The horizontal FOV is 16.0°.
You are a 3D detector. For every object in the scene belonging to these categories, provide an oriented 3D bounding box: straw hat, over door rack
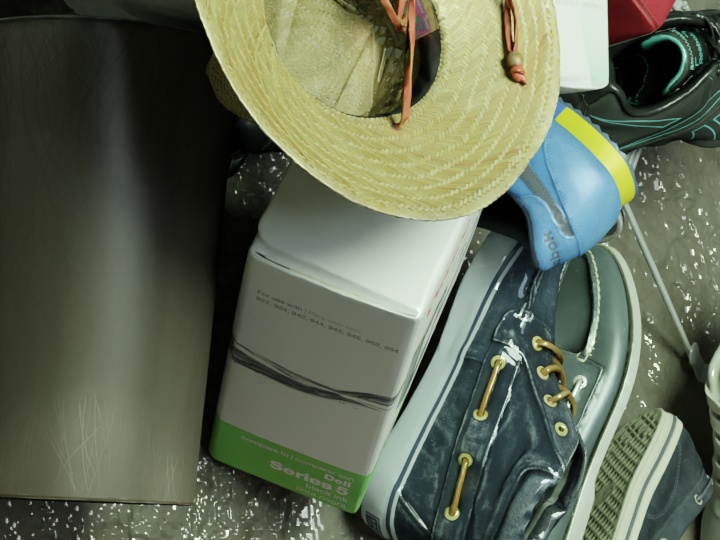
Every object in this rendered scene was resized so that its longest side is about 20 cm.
[{"bbox_3d":[-0.014,-0.095,1.078,0.201,0.085,0.202,18,60,-34],"label":"straw hat"},{"bbox_3d":[0.178,-0.046,1.470,0.200,0.066,0.148,49,52,-37],"label":"over door rack"}]

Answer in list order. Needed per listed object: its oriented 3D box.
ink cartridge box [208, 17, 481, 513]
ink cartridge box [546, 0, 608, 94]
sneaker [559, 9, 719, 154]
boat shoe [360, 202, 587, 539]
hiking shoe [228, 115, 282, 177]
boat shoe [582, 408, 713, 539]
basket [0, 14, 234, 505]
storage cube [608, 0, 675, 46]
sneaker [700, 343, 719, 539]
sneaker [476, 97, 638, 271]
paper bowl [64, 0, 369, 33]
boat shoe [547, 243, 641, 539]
[{"bbox_3d":[0.000,0.000,1.198,0.084,0.200,0.146,22,59,4],"label":"ink cartridge box"},{"bbox_3d":[0.041,-0.180,1.219,0.050,0.161,0.201,3,86,-46],"label":"ink cartridge box"},{"bbox_3d":[0.177,-0.103,1.366,0.200,0.079,0.076,-23,81,-33],"label":"sneaker"},{"bbox_3d":[0.084,0.060,1.304,0.201,0.091,0.071,-63,157,-13],"label":"boat shoe"},{"bbox_3d":[-0.070,-0.149,1.266,0.101,0.076,0.200,-29,99,-45],"label":"hiking shoe"},{"bbox_3d":[0.138,0.159,1.368,0.062,0.075,0.200,47,47,-15],"label":"boat shoe"},{"bbox_3d":[-0.124,0.002,1.132,0.136,0.180,0.201,3,83,-11],"label":"basket"},{"bbox_3d":[0.079,-0.222,1.353,0.180,0.171,0.200,49,51,-22],"label":"storage cube"},{"bbox_3d":[0.225,0.086,1.435,0.081,0.076,0.201,11,94,-43],"label":"sneaker"},{"bbox_3d":[0.046,-0.073,1.302,0.078,0.200,0.066,-41,150,-17],"label":"sneaker"},{"bbox_3d":[-0.065,-0.190,1.155,0.201,0.200,0.104,60,17,-12],"label":"paper bowl"},{"bbox_3d":[0.095,0.070,1.356,0.062,0.073,0.201,28,68,-33],"label":"boat shoe"}]
